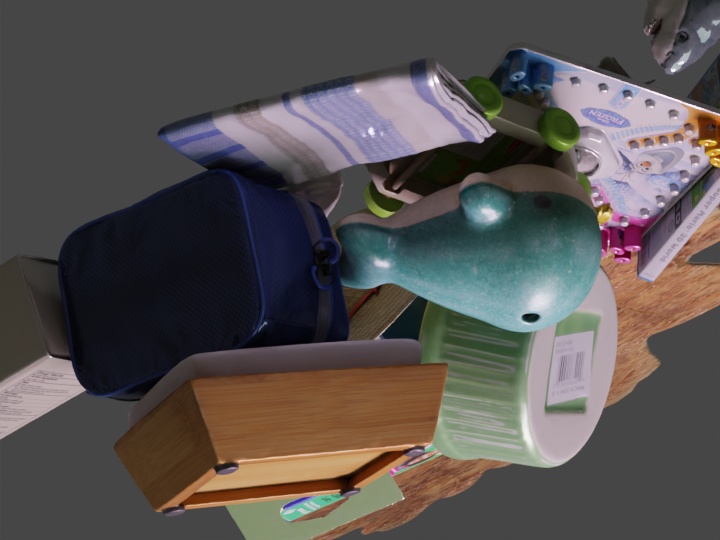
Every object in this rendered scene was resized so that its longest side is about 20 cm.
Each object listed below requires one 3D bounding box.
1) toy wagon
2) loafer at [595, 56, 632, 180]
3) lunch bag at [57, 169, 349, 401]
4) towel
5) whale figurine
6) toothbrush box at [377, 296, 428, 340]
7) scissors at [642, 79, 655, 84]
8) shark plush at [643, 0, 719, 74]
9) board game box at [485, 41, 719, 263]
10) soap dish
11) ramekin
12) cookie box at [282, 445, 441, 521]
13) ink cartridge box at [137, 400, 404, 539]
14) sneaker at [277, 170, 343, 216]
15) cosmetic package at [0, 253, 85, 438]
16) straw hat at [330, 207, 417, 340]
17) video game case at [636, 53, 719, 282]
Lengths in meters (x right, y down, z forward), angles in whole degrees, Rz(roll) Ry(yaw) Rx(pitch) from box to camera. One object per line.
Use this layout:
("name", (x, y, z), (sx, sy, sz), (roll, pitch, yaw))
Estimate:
("toy wagon", (0.101, -0.077, 1.215), (0.199, 0.040, 0.155), (18, 145, -23))
("loafer", (0.201, -0.102, 1.310), (0.067, 0.076, 0.200), (-33, 154, -5))
("lunch bag", (-0.103, 0.016, 1.160), (0.199, 0.137, 0.132), (-19, 162, 27))
("towel", (-0.019, -0.095, 1.088), (0.198, 0.024, 0.147), (-12, 166, 17))
("whale figurine", (0.081, -0.005, 1.178), (0.198, 0.105, 0.160), (-4, 149, -8))
("toothbrush box", (0.063, 0.052, 1.459), (0.200, 0.085, 0.146), (-48, -179, -37))
("scissors", (0.153, -0.118, 1.339), (0.199, 0.014, 0.073), (-19, 156, -21))
("shark plush", (0.284, -0.213, 1.104), (0.199, 0.084, 0.091), (-23, 163, 1))
("board game box", (0.169, -0.084, 1.258), (0.198, 0.026, 0.200), (16, 147, -13))
("soap dish", (-0.054, 0.111, 1.125), (0.198, 0.082, 0.157), (-1, 159, -29))
("ramekin", (0.138, 0.069, 1.343), (0.097, 0.202, 0.199), (10, -178, 32))
("cookie box", (-0.021, 0.133, 1.593), (0.199, 0.172, 0.075), (-25, 160, 4))
("ink cartridge box", (-0.071, 0.139, 1.277), (0.145, 0.201, 0.048), (-24, -162, 13))
("sneaker", (-0.062, -0.007, 1.264), (0.075, 0.089, 0.200), (-8, 157, -36))
("cosmetic package", (-0.291, 0.075, 1.215), (0.199, 0.088, 0.103), (-28, 160, 20))
("straw hat", (0.000, 0.000, 1.351), (0.201, 0.085, 0.201), (-48, -177, 3))
("video game case", (0.282, -0.103, 1.309), (0.018, 0.144, 0.200), (20, 138, -10))
